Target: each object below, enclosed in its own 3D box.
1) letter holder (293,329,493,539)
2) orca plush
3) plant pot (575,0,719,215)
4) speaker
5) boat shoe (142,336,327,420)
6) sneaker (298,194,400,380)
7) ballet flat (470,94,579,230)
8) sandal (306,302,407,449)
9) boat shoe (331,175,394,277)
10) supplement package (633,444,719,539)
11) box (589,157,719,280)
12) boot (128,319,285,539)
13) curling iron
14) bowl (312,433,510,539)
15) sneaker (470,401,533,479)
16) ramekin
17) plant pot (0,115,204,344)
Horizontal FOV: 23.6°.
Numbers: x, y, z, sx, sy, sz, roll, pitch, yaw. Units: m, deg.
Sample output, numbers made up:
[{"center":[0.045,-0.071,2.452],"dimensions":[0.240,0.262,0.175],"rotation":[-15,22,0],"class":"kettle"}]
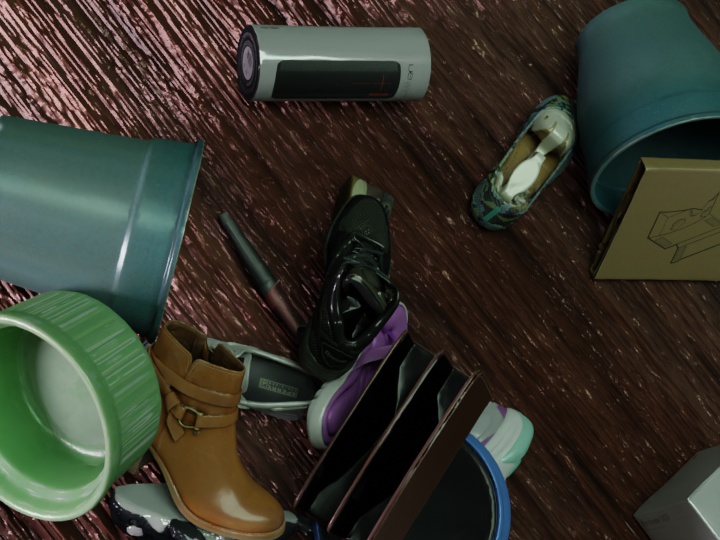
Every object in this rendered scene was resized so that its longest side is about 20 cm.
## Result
[{"center":[0.028,0.164,1.625],"dimensions":[0.100,0.142,0.201],"rotation":[32,84,14],"class":"letter holder"},{"center":[-0.150,0.254,1.671],"dimensions":[0.198,0.072,0.105],"rotation":[3,29,-31],"class":"orca plush"},{"center":[0.323,-0.190,1.908],"dimensions":[0.198,0.200,0.190],"rotation":[-3,61,-22],"class":"plant pot"},{"center":[-0.027,-0.220,1.832],"dimensions":[0.198,0.081,0.082],"rotation":[-2,75,-22],"class":"speaker"},{"center":[-0.126,0.105,1.705],"dimensions":[0.198,0.066,0.073],"rotation":[18,69,-16],"class":"boat shoe"},{"center":[0.004,0.001,1.682],"dimensions":[0.076,0.114,0.201],"rotation":[27,57,-15],"class":"sneaker"},{"center":[0.196,-0.125,1.898],"dimensions":[0.074,0.074,0.201],"rotation":[38,65,-7],"class":"ballet flat"},{"center":[0.011,0.112,1.735],"dimensions":[0.049,0.083,0.203],"rotation":[12,44,26],"class":"sandal"},{"center":[0.000,0.000,1.783],"dimensions":[0.065,0.072,0.203],"rotation":[12,66,-12],"class":"boat shoe"},{"center":[0.411,0.295,1.830],"dimensions":[0.119,0.121,0.201],"rotation":[-37,90,-26],"class":"supplement package"},{"center":[0.368,-0.055,1.901],"dimensions":[0.198,0.164,0.021],"rotation":[1,43,-21],"class":"box"},{"center":[-0.133,0.149,1.612],"dimensions":[0.199,0.156,0.077],"rotation":[34,26,11],"class":"boot"},{"center":[-0.084,0.019,1.748],"dimensions":[0.025,0.050,0.201],"rotation":[-21,65,-36],"class":"curling iron"},{"center":[0.048,0.241,1.700],"dimensions":[0.198,0.039,0.203],"rotation":[-2,77,8],"class":"bowl"},{"center":[0.081,0.209,1.758],"dimensions":[0.139,0.078,0.201],"rotation":[29,59,-8],"class":"sneaker"},{"center":[-0.277,0.116,1.571],"dimensions":[0.201,0.200,0.098],"rotation":[54,37,1],"class":"ramekin"},{"center":[-0.265,-0.052,1.636],"dimensions":[0.194,0.200,0.202],"rotation":[15,70,-9],"class":"plant pot"}]
